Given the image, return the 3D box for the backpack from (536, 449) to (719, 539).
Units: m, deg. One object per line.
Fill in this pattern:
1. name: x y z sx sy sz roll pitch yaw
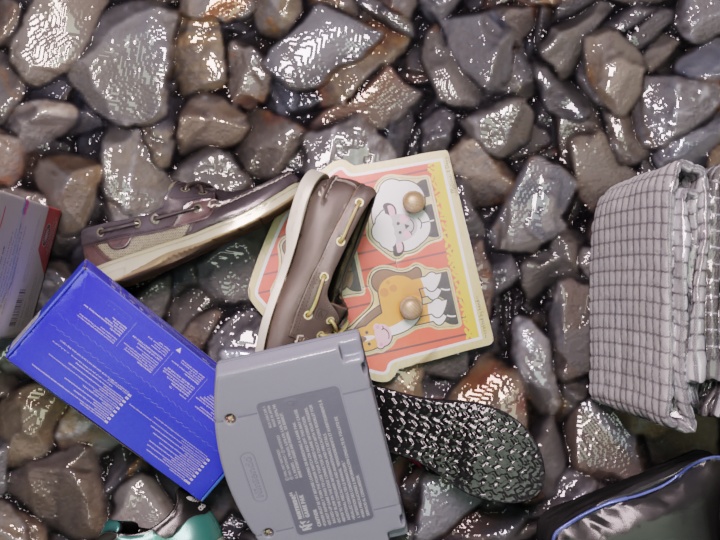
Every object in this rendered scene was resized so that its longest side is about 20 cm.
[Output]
1. backpack: 0.247 0.257 0.748 0.200 0.154 0.191 -24 80 4

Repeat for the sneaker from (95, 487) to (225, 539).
1. sneaker: -0.210 0.254 0.782 0.200 0.071 0.080 -29 84 -7

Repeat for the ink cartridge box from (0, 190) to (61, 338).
1. ink cartridge box: -0.304 -0.009 0.721 0.067 0.200 0.117 15 87 -1

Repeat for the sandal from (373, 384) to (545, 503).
1. sandal: 0.063 0.141 0.807 0.200 0.045 0.075 17 82 14

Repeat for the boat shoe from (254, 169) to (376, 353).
1. boat shoe: -0.037 0.021 0.766 0.059 0.072 0.201 15 92 13

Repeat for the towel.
1. towel: 0.252 0.021 0.751 0.085 0.166 0.201 1 88 -7

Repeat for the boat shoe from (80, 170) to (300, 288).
1. boat shoe: -0.145 -0.045 0.790 0.200 0.072 0.065 -24 90 6

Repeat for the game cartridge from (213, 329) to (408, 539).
1. game cartridge: -0.044 0.148 0.759 0.133 0.040 0.200 -14 116 -2

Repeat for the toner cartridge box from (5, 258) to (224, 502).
1. toner cartridge box: -0.177 0.091 0.768 0.200 0.043 0.095 42 88 -18

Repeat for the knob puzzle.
1. knob puzzle: 0.000 0.000 0.812 0.219 0.030 0.220 0 88 -1
